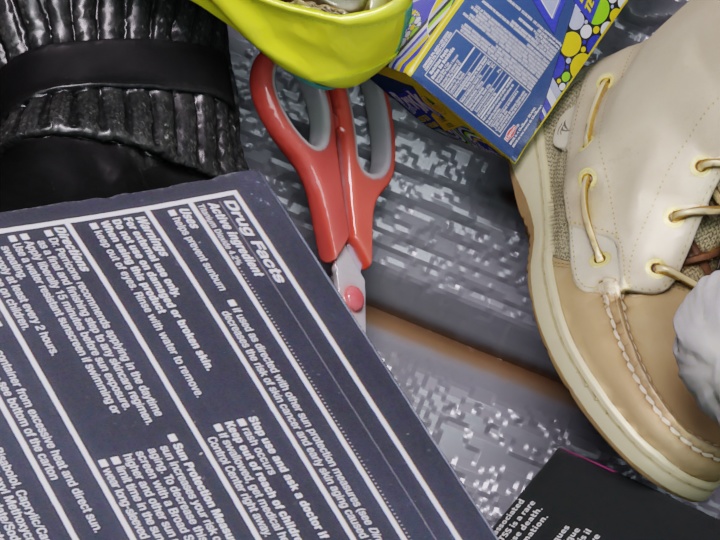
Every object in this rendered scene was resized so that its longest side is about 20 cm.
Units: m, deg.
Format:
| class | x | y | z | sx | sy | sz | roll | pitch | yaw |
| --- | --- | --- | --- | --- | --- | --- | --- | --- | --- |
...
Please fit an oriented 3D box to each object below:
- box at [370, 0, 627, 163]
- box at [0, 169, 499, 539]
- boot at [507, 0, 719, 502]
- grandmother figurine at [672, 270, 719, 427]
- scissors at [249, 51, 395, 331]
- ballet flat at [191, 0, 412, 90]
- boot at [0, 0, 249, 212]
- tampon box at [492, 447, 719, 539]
| class | x | y | z | sx | sy | sz | roll | pitch | yaw |
| --- | --- | --- | --- | --- | --- | --- | --- | --- | --- |
| box | 0.080 | -0.146 | 0.984 | 0.064 | 0.070 | 0.200 | 38 | 85 | -30 |
| box | -0.084 | 0.089 | 0.785 | 0.198 | 0.123 | 0.200 | -11 | 55 | -35 |
| boot | 0.138 | -0.029 | 0.921 | 0.155 | 0.200 | 0.073 | -38 | 130 | 27 |
| grandmother figurine | 0.195 | 0.061 | 0.840 | 0.200 | 0.061 | 0.121 | 27 | 90 | 8 |
| scissors | 0.000 | 0.000 | 0.978 | 0.073 | 0.014 | 0.200 | -3 | 77 | -50 |
| ballet flat | -0.066 | -0.137 | 0.916 | 0.200 | 0.067 | 0.067 | 30 | 60 | -11 |
| boot | -0.129 | -0.046 | 0.926 | 0.211 | 0.079 | 0.158 | -6 | 77 | -40 |
| tampon box | 0.129 | 0.181 | 0.877 | 0.126 | 0.200 | 0.150 | -48 | 134 | -18 |
